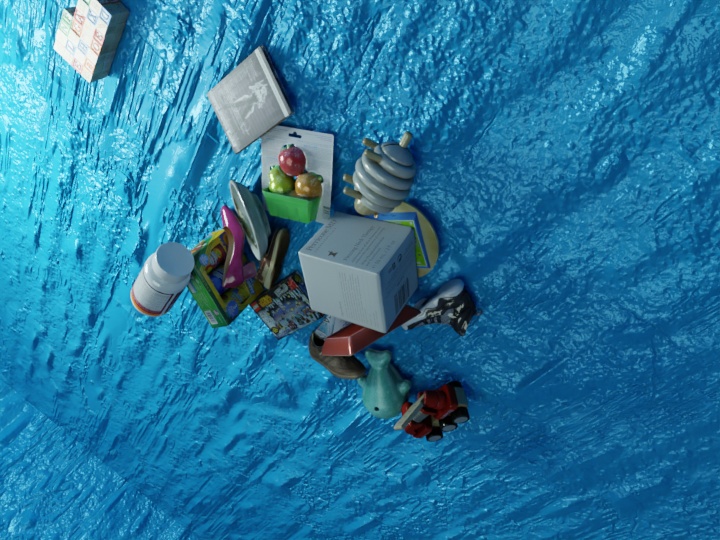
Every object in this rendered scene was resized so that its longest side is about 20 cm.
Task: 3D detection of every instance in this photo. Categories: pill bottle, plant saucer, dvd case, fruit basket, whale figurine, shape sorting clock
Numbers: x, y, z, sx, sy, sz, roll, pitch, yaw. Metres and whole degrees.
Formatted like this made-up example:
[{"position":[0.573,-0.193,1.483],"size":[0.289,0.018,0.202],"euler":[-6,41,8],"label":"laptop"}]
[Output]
[{"position":[-0.474,0.022,1.324],"size":[0.109,0.110,0.200],"euler":[43,133,-5],"label":"pill bottle"},{"position":[0.015,0.132,1.269],"size":[0.037,0.198,0.199],"euler":[63,156,-4],"label":"plant saucer"},{"position":[-0.242,-0.366,1.200],"size":[0.198,0.016,0.151],"euler":[-22,96,38],"label":"dvd case"},{"position":[-0.142,-0.216,1.238],"size":[0.182,0.094,0.204],"euler":[13,111,20],"label":"fruit basket"},{"position":[-0.258,-0.126,1.326],"size":[0.201,0.050,0.202],"euler":[57,161,32],"label":"plant saucer"},{"position":[0.055,0.305,1.460],"size":[0.156,0.104,0.203],"euler":[4,120,26],"label":"whale figurine"},{"position":[0.086,-0.071,1.231],"size":[0.197,0.039,0.202],"euler":[22,137,22],"label":"shape sorting clock"}]

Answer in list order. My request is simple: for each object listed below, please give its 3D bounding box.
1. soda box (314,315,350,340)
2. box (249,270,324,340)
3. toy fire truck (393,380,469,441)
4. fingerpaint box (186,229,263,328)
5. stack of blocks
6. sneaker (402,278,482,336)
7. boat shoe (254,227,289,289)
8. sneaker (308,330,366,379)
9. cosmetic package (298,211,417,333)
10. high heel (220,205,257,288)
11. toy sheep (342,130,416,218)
[{"position":[-0.038,0.107,1.402],"size":[0.068,0.064,0.201],"euler":[38,130,-1],"label":"soda box"},{"position":[-0.198,0.098,1.495],"size":[0.199,0.040,0.138],"euler":[-30,104,39],"label":"box"},{"position":[0.150,0.359,1.372],"size":[0.197,0.130,0.176],"euler":[15,137,-27],"label":"toy fire truck"},{"position":[-0.365,0.019,1.445],"size":[0.072,0.167,0.202],"euler":[-10,116,35],"label":"fingerpaint box"},{"position":[-0.618,-0.551,1.264],"size":[0.115,0.059,0.200],"euler":[44,130,-5],"label":"stack of blocks"},{"position":[0.188,0.111,1.276],"size":[0.114,0.076,0.199],"euler":[47,127,-5],"label":"sneaker"},{"position":[-0.234,-0.037,1.405],"size":[0.071,0.072,0.201],"euler":[28,136,5],"label":"boat shoe"},{"position":[-0.069,0.223,1.467],"size":[0.198,0.070,0.077],"euler":[18,124,37],"label":"sneaker"},{"position":[0.000,0.000,1.201],"size":[0.197,0.168,0.168],"euler":[14,134,27],"label":"cosmetic package"},{"position":[-0.337,-0.060,1.397],"size":[0.067,0.095,0.203],"euler":[-23,89,63],"label":"high heel"},{"position":[0.046,-0.193,1.113],"size":[0.137,0.138,0.201],"euler":[36,126,1],"label":"toy sheep"}]
